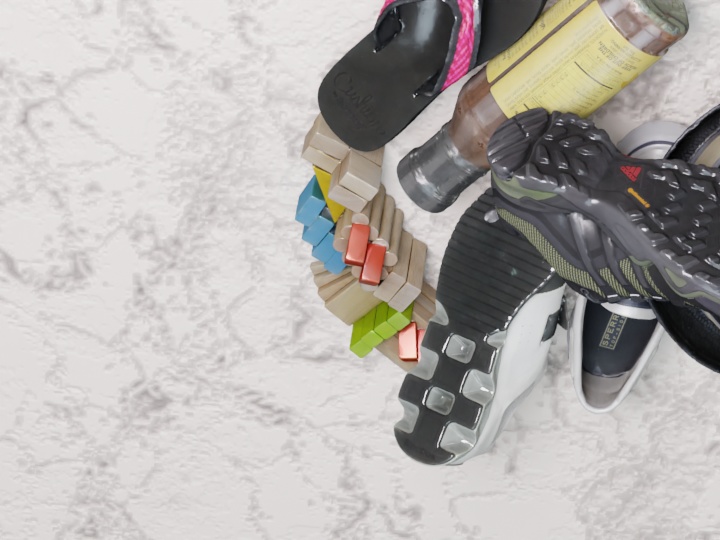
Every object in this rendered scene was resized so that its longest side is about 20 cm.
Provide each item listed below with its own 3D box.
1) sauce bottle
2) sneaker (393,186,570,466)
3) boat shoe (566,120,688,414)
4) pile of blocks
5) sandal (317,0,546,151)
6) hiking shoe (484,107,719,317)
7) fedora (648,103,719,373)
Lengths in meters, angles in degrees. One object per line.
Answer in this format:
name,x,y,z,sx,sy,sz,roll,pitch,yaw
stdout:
sauce bottle,0.101,-0.105,1.563,0.065,0.065,0.200,38,125,-21
sneaker,0.088,0.026,1.655,0.074,0.089,0.200,30,99,27
boat shoe,0.165,0.002,1.637,0.072,0.066,0.200,15,129,-5
pile of blocks,0.000,0.000,1.660,0.082,0.062,0.200,-15,125,18
sandal,0.039,-0.134,1.544,0.075,0.045,0.200,48,126,6
hiking shoe,0.162,-0.017,1.528,0.200,0.076,0.101,31,153,17
fedora,0.259,-0.007,1.566,0.201,0.092,0.201,-7,119,-12
